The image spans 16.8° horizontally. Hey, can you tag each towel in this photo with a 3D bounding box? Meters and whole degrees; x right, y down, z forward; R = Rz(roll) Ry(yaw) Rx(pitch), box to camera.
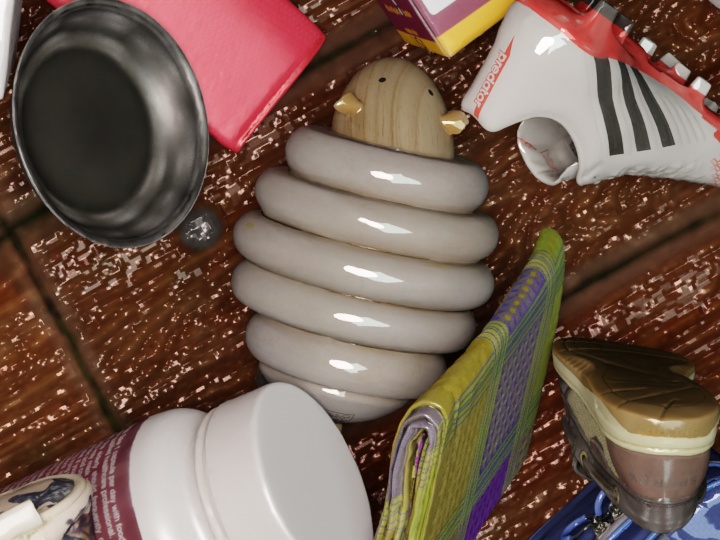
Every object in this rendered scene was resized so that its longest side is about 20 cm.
[{"bbox_3d":[0.049,0.078,1.131,0.023,0.200,0.145,18,122,15],"label":"towel"}]

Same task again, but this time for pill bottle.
[{"bbox_3d":[-0.101,0.132,1.109,0.199,0.114,0.115,-26,106,23],"label":"pill bottle"}]

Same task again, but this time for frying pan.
[{"bbox_3d":[-0.129,-0.102,1.112,0.115,0.031,0.191,-27,101,-44],"label":"frying pan"}]

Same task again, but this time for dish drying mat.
[{"bbox_3d":[-0.112,-0.146,1.153,0.200,0.018,0.077,40,90,-15],"label":"dish drying mat"}]

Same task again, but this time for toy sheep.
[{"bbox_3d":[0.000,0.000,1.143,0.137,0.138,0.202,7,97,-14],"label":"toy sheep"}]

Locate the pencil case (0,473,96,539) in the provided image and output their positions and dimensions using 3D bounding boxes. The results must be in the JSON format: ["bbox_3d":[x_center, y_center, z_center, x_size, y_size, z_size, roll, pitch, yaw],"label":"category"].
[{"bbox_3d":[-0.125,0.185,1.023,0.077,0.089,0.202,-20,103,-23],"label":"pencil case"}]

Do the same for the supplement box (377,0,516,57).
[{"bbox_3d":[0.021,-0.214,1.138,0.110,0.086,0.201,-35,105,-5],"label":"supplement box"}]

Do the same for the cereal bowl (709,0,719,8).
[{"bbox_3d":[0.227,-0.207,1.188,0.198,0.083,0.202,-2,100,-13],"label":"cereal bowl"}]

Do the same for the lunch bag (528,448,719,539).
[{"bbox_3d":[0.175,0.178,1.211,0.136,0.132,0.200,-44,106,-3],"label":"lunch bag"}]

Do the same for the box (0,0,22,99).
[{"bbox_3d":[-0.204,-0.187,1.067,0.123,0.098,0.202,7,104,-7],"label":"box"}]

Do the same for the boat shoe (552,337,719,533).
[{"bbox_3d":[0.124,0.074,1.150,0.073,0.200,0.065,7,98,1],"label":"boat shoe"}]

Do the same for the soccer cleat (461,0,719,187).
[{"bbox_3d":[0.121,-0.071,1.165,0.085,0.069,0.200,-53,141,7],"label":"soccer cleat"}]
